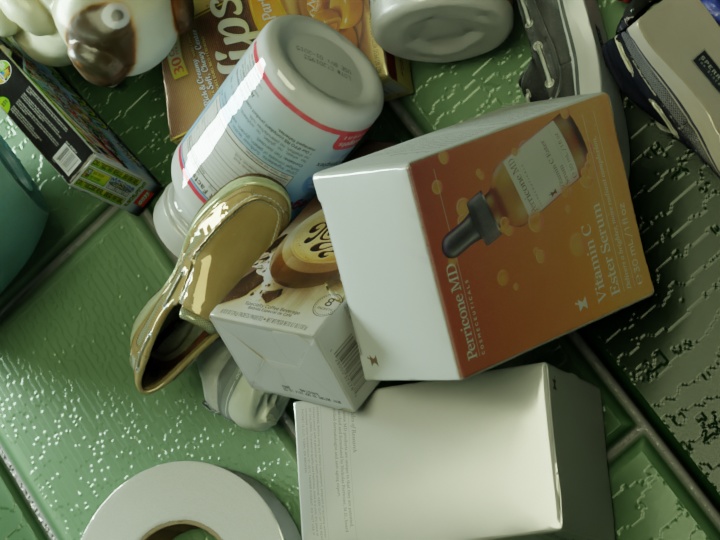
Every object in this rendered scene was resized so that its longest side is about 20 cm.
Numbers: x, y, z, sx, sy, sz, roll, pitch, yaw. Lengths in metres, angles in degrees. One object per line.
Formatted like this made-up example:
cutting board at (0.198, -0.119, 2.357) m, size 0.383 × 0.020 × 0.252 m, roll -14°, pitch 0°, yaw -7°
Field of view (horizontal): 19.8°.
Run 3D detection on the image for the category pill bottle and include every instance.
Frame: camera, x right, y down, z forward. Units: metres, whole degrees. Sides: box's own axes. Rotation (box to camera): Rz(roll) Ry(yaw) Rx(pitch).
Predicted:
pill bottle at (-0.077, -0.091, 1.587) m, size 0.200 × 0.108 × 0.109 m, roll -49°, pitch 60°, yaw 35°
pill bottle at (0.059, -0.272, 1.595) m, size 0.110 × 0.111 × 0.202 m, roll -11°, pitch 69°, yaw 23°

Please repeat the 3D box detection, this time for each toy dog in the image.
toy dog at (-0.226, -0.213, 1.655) m, size 0.139 × 0.195 × 0.200 m, roll -30°, pitch 31°, yaw -26°

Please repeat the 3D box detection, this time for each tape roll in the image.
tape roll at (-0.135, 0.250, 1.611) m, size 0.201 × 0.037 × 0.205 m, roll -6°, pitch 76°, yaw 24°

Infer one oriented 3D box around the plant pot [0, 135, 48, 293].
plant pot at (-0.355, -0.050, 1.705) m, size 0.161 × 0.201 × 0.201 m, roll -35°, pitch 65°, yaw 0°

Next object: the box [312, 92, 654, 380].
box at (0.088, -0.024, 1.441) m, size 0.106 × 0.199 × 0.153 m, roll -3°, pitch 105°, yaw 51°

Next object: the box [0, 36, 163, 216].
box at (-0.258, -0.132, 1.718) m, size 0.035 × 0.110 × 0.200 m, roll -48°, pitch 64°, yaw 8°

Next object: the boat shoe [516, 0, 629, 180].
boat shoe at (0.153, -0.140, 1.545) m, size 0.067 × 0.072 × 0.202 m, roll -17°, pitch 69°, yaw 19°

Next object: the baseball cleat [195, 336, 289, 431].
baseball cleat at (-0.072, 0.021, 1.617) m, size 0.106 × 0.070 × 0.201 m, roll 21°, pitch 84°, yaw 34°

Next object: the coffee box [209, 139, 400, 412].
coffee box at (0.000, 0.000, 1.515) m, size 0.113 × 0.080 × 0.200 m, roll 9°, pitch 48°, yaw 43°

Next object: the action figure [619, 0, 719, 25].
action figure at (0.239, -0.220, 1.509) m, size 0.199 × 0.099 × 0.066 m, roll 25°, pitch 79°, yaw 30°

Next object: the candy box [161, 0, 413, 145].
candy box at (-0.063, -0.176, 1.665) m, size 0.199 × 0.055 × 0.116 m, roll -15°, pitch 72°, yaw 22°

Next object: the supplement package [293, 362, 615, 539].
supplement package at (0.068, 0.146, 1.491) m, size 0.199 × 0.121 × 0.121 m, roll -11°, pitch 74°, yaw 24°

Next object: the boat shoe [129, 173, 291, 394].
boat shoe at (-0.113, 0.018, 1.556) m, size 0.201 × 0.071 × 0.076 m, roll -57°, pitch 15°, yaw 31°

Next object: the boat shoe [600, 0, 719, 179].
boat shoe at (0.253, -0.114, 1.499) m, size 0.074 × 0.093 × 0.201 m, roll -34°, pitch 91°, yaw -14°
